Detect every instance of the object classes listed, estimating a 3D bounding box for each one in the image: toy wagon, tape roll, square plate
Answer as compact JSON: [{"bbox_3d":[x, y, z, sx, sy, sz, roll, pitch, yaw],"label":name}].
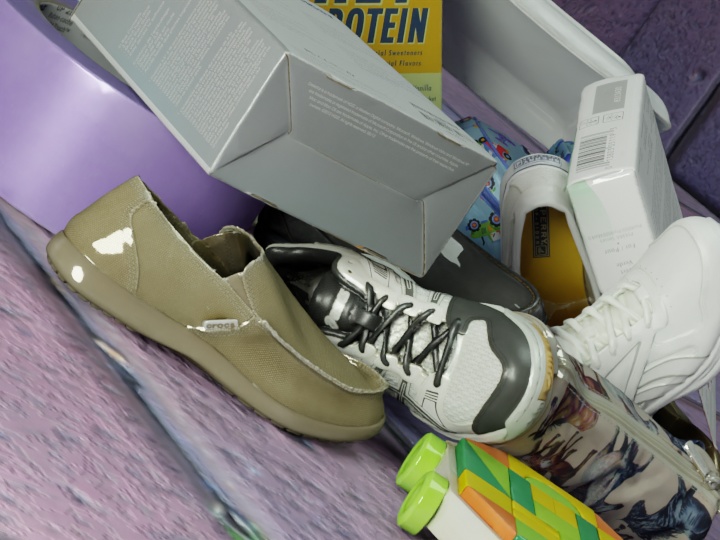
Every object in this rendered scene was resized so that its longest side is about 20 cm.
[{"bbox_3d":[0.091,0.147,1.251,0.155,0.040,0.200,34,10,-6],"label":"toy wagon"},{"bbox_3d":[-0.145,-0.078,1.406,0.200,0.085,0.200,33,10,-6],"label":"tape roll"},{"bbox_3d":[0.107,-0.154,1.744,0.198,0.028,0.200,38,-13,-11],"label":"square plate"}]

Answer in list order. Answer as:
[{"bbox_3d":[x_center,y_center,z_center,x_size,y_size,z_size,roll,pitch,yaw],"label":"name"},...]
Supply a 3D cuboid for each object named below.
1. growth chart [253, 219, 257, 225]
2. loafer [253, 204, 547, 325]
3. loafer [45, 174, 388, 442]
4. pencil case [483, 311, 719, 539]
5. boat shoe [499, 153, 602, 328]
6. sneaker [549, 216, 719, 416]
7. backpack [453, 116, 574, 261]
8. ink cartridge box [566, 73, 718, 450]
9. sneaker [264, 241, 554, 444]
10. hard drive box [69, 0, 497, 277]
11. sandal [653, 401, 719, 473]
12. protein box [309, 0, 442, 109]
[{"bbox_3d":[0.000,0.000,1.513,0.144,0.018,0.200,-12,35,-23],"label":"growth chart"},{"bbox_3d":[0.020,-0.014,1.454,0.200,0.072,0.073,23,38,28],"label":"loafer"},{"bbox_3d":[-0.060,0.020,1.267,0.200,0.068,0.076,30,11,-25],"label":"loafer"},{"bbox_3d":[0.126,0.094,1.407,0.200,0.089,0.078,36,38,-44],"label":"pencil case"},{"bbox_3d":[0.123,0.029,1.582,0.071,0.200,0.070,-5,29,3],"label":"boat shoe"},{"bbox_3d":[0.144,0.050,1.472,0.099,0.200,0.078,9,34,-37],"label":"sneaker"},{"bbox_3d":[0.110,-0.028,1.746,0.200,0.134,0.183,50,9,-8],"label":"backpack"},{"bbox_3d":[0.181,-0.004,1.606,0.161,0.050,0.200,-73,149,-63],"label":"ink cartridge box"},{"bbox_3d":[0.015,0.036,1.344,0.088,0.076,0.200,19,1,-41],"label":"sneaker"},{"bbox_3d":[-0.043,-0.097,1.358,0.156,0.077,0.200,26,14,-37],"label":"hard drive box"},{"bbox_3d":[0.191,0.114,1.655,0.054,0.080,0.200,48,5,-28],"label":"sandal"},{"bbox_3d":[-0.038,-0.185,1.698,0.135,0.201,0.198,-2,7,-18],"label":"protein box"}]
